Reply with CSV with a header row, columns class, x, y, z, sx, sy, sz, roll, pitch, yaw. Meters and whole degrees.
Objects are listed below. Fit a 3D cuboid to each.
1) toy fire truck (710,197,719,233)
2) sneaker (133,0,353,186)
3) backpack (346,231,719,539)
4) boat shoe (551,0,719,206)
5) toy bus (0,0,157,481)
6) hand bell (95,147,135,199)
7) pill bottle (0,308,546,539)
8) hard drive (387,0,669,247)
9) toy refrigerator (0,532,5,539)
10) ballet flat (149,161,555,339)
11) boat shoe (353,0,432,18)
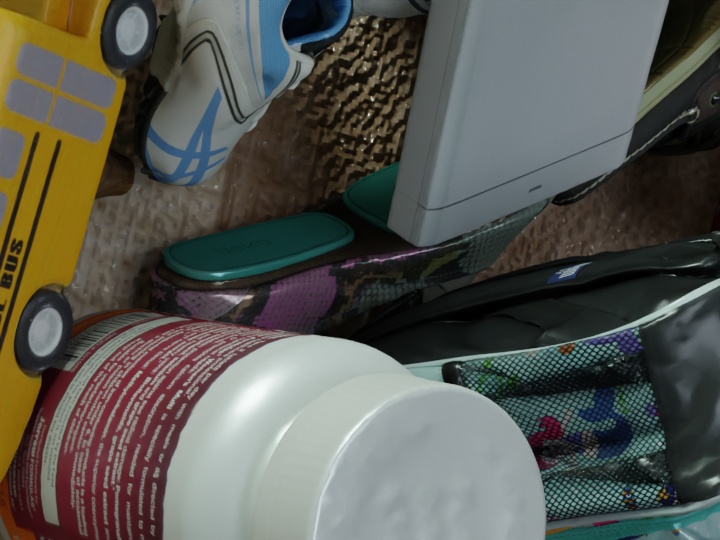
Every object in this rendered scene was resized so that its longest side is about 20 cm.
class,x,y,z,sx,sy,sz,roll,pitch,yaw
toy fire truck,0.235,-0.063,1.036,0.111,0.168,0.201,20,90,1
sneaker,-0.044,-0.082,0.820,0.072,0.200,0.072,11,67,-6
backpack,0.078,0.065,0.866,0.177,0.199,0.152,-15,98,-63
boat shoe,0.155,-0.086,1.034,0.201,0.072,0.066,-44,112,-30
toy bus,-0.134,-0.027,0.743,0.078,0.065,0.201,17,89,-59
hand bell,-0.160,-0.049,0.812,0.199,0.104,0.105,10,88,-47
pill bottle,-0.036,0.073,0.736,0.109,0.199,0.110,-3,95,-35
hard drive,0.079,-0.114,0.865,0.131,0.027,0.201,-22,136,-39
toy refrigerator,-0.093,0.132,0.869,0.070,0.076,0.201,-32,111,-30
ballet flat,0.000,0.000,0.939,0.199,0.069,0.072,-21,124,-29
boat shoe,0.023,-0.163,0.931,0.075,0.086,0.202,63,31,-30
